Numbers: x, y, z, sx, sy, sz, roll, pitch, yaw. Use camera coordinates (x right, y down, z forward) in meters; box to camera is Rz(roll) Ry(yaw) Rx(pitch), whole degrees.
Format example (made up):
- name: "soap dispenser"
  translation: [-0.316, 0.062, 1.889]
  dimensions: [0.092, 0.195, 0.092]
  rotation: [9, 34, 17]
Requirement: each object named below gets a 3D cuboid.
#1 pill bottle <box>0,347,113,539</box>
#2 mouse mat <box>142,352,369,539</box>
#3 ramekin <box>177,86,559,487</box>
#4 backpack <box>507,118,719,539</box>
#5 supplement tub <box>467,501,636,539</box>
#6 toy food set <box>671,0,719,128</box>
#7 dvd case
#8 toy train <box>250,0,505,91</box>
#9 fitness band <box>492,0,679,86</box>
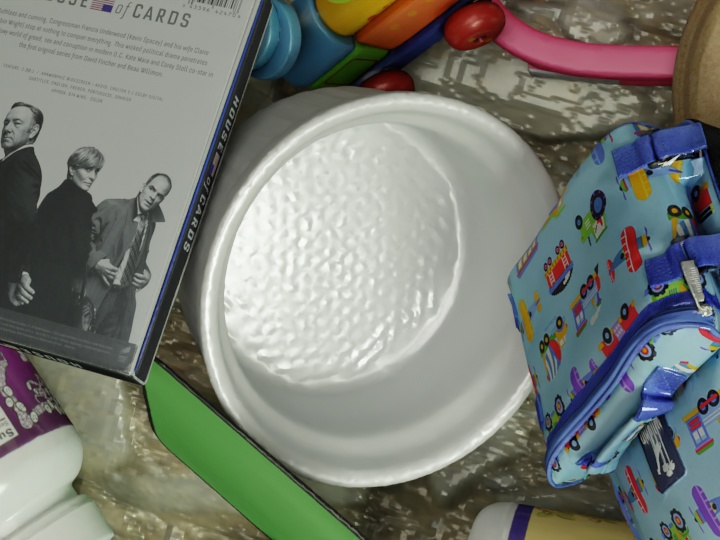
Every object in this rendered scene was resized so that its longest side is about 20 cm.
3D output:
- name: "pill bottle"
  translation: [-0.229, 0.092, 0.850]
  dimensions: [0.112, 0.112, 0.201]
  rotation: [-36, 84, 10]
- name: "mouse mat"
  translation: [-0.055, 0.114, 0.779]
  dimensions: [0.161, 0.200, 0.008]
  rotation: [40, 71, 8]
- name: "ramekin"
  translation: [0.000, 0.000, 0.768]
  dimensions: [0.199, 0.098, 0.202]
  rotation: [-7, 109, -21]
- name: "backpack"
  translation: [0.161, 0.055, 0.663]
  dimensions: [0.133, 0.183, 0.201]
  rotation: [2, 61, -19]
- name: "supplement tub"
  translation: [0.148, 0.204, 0.757]
  dimensions: [0.198, 0.145, 0.147]
  rotation: [8, 93, 11]
- name: "toy food set"
  translation: [0.254, -0.087, 0.731]
  dimensions: [0.200, 0.049, 0.198]
  rotation: [46, 113, 12]
- name: "dvd case"
  translation: [-0.142, -0.059, 0.724]
  dimensions: [0.149, 0.025, 0.201]
  rotation: [14, 75, 15]
- name: "toy train"
  translation: [0.024, -0.157, 0.756]
  dimensions: [0.200, 0.115, 0.085]
  rotation: [-33, 74, 38]
- name: "fitness band"
  translation: [0.148, -0.174, 0.805]
  dimensions: [0.198, 0.037, 0.145]
  rotation: [4, 92, 10]
